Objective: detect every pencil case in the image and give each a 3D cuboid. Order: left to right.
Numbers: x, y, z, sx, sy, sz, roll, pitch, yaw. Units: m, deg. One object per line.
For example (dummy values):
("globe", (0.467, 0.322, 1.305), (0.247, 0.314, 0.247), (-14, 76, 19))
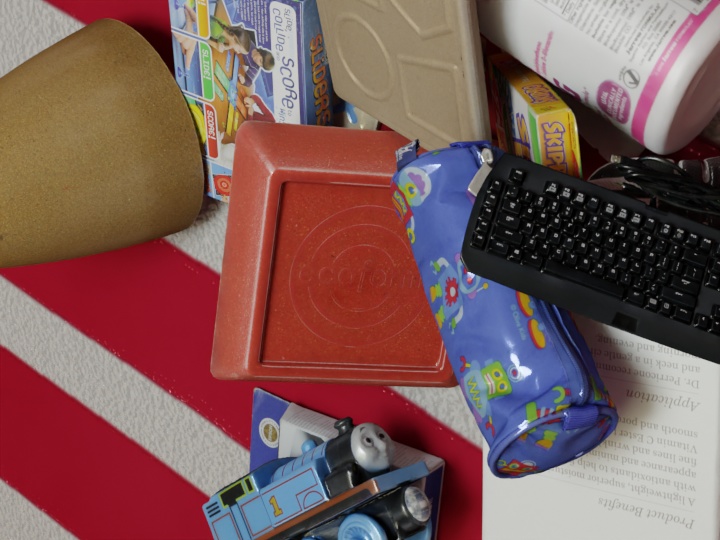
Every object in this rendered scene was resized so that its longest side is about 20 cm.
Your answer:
("pencil case", (0.081, 0.016, 0.835), (0.087, 0.077, 0.202), (-56, 48, 54))

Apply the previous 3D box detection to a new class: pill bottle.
("pill bottle", (0.141, -0.171, 0.899), (0.199, 0.113, 0.114), (38, 123, 22))

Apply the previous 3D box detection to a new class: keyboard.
("keyboard", (0.160, -0.018, 0.792), (0.198, 0.105, 0.040), (19, 160, -3))

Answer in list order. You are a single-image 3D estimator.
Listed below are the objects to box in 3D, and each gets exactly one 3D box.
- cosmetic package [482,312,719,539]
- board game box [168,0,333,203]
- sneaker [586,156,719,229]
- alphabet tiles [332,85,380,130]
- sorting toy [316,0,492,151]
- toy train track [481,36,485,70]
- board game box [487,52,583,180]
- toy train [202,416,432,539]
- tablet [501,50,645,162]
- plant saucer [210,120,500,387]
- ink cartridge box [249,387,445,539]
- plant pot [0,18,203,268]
("cosmetic package", (0.186, 0.102, 0.932), (0.163, 0.164, 0.203), (10, 109, 34))
("board game box", (-0.083, -0.136, 1.108), (0.134, 0.034, 0.202), (23, 131, 29))
("sneaker", (0.233, -0.042, 0.919), (0.197, 0.116, 0.077), (4, 90, 0))
("alphabet tiles", (-0.053, -0.191, 1.116), (0.194, 0.015, 0.202), (30, 120, 26))
("sorting toy", (0.026, -0.166, 0.943), (0.200, 0.036, 0.187), (41, 152, 44))
("toy train track", (0.009, -0.174, 1.057), (0.198, 0.032, 0.116), (15, 121, 31))
("board game box", (0.114, -0.074, 0.924), (0.030, 0.200, 0.097), (-11, 110, -3))
("toy train", (-0.032, 0.191, 1.123), (0.199, 0.086, 0.115), (-33, 77, 36))
("tablet", (0.187, -0.179, 0.944), (0.130, 0.014, 0.201), (47, 126, 15))
("plant saucer", (0.000, 0.000, 1.037), (0.037, 0.197, 0.202), (-118, 33, -64))
("ink cartridge box", (-0.029, 0.221, 1.207), (0.198, 0.040, 0.202), (17, 113, 32))
("plant pot", (-0.259, -0.083, 1.153), (0.186, 0.199, 0.188), (32, 136, 38))
